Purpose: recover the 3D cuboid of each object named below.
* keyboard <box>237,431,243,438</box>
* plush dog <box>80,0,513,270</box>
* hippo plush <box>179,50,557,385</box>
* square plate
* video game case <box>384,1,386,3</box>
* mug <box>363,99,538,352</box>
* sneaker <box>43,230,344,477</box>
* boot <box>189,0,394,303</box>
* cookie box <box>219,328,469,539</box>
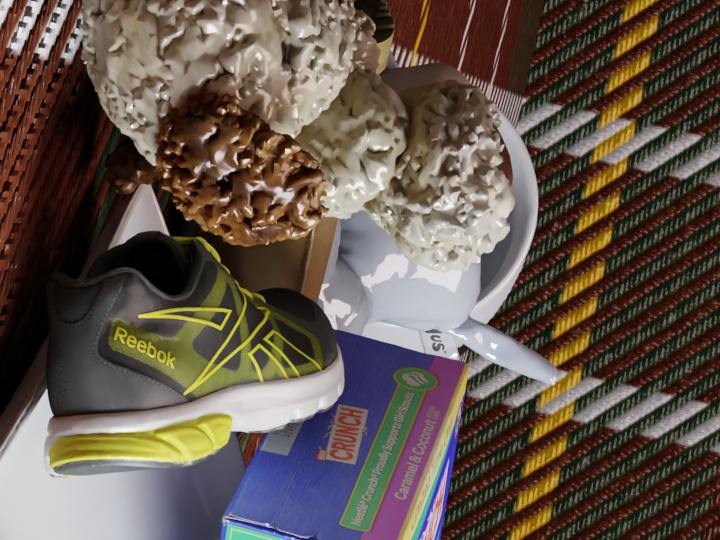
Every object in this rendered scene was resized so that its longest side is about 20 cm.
[{"bbox_3d":[-0.075,0.063,1.514,0.104,0.040,0.200,91,14,-56],"label":"keyboard"},{"bbox_3d":[-0.050,-0.084,1.103,0.172,0.160,0.201,28,43,-71],"label":"plush dog"},{"bbox_3d":[-0.029,-0.007,1.469,0.161,0.159,0.201,-34,120,-37],"label":"hippo plush"},{"bbox_3d":[-0.098,0.099,1.195,0.198,0.028,0.200,-68,149,-49],"label":"square plate"},{"bbox_3d":[-0.017,-0.054,1.880,0.143,0.018,0.201,-68,169,-58],"label":"video game case"},{"bbox_3d":[0.000,0.000,1.684,0.200,0.148,0.175,-45,172,-14],"label":"mug"},{"bbox_3d":[-0.061,0.022,1.156,0.200,0.074,0.085,-27,113,-68],"label":"sneaker"},{"bbox_3d":[-0.048,-0.063,1.310,0.175,0.066,0.200,-106,-155,-48],"label":"boot"},{"bbox_3d":[-0.016,0.154,1.266,0.171,0.075,0.201,-63,163,-60],"label":"cookie box"}]
